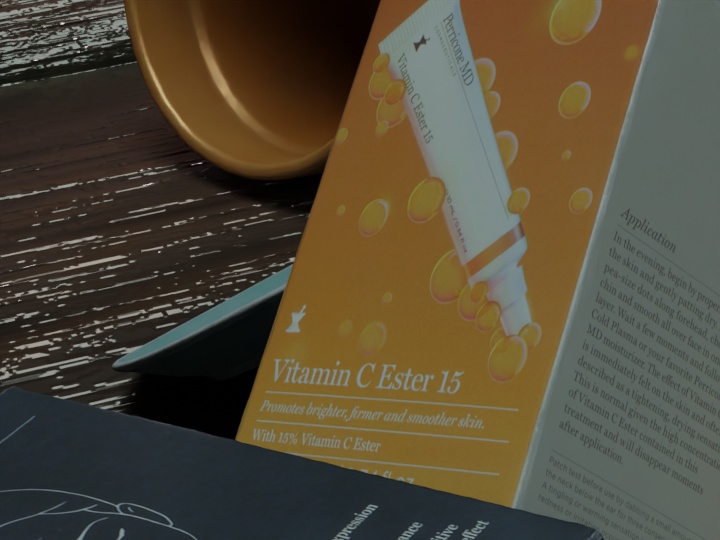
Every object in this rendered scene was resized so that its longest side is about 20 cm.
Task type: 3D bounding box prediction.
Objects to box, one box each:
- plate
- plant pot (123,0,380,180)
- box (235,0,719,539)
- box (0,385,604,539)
[{"bbox_3d":[0.000,0.000,0.922,0.199,0.026,0.200,-28,3,2],"label":"plate"},{"bbox_3d":[0.003,-0.146,1.137,0.139,0.202,0.199,-6,20,-44],"label":"plant pot"},{"bbox_3d":[0.057,-0.003,0.757,0.124,0.201,0.097,0,-24,46],"label":"box"},{"bbox_3d":[-0.054,0.125,0.648,0.199,0.108,0.148,12,30,29],"label":"box"}]
